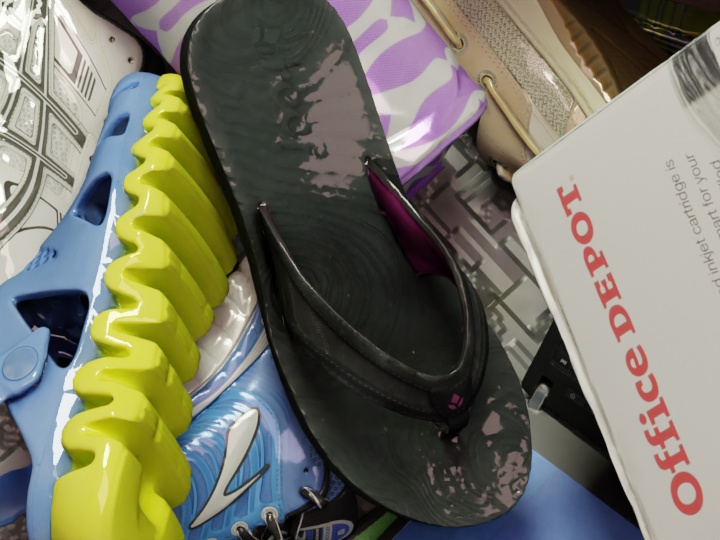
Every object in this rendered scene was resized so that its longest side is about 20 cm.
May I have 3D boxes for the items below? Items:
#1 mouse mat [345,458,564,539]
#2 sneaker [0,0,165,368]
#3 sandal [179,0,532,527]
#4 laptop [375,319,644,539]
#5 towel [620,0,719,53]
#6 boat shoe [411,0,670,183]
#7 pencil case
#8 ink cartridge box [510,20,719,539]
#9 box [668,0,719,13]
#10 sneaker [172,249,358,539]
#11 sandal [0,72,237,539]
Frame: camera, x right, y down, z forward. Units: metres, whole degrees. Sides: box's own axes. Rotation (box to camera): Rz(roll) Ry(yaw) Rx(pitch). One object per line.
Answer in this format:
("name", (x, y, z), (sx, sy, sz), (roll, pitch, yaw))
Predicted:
("mouse mat", (0.023, 0.174, 0.810), (0.200, 0.008, 0.161), (-37, 81, -12))
("sneaker", (-0.111, -0.052, 0.820), (0.087, 0.076, 0.200), (-12, 78, -6))
("sandal", (-0.001, 0.000, 0.743), (0.075, 0.048, 0.201), (-29, 99, -15))
("laptop", (0.110, 0.080, 0.761), (0.177, 0.103, 0.200), (37, 120, 21))
("towel", (0.133, -0.179, 0.894), (0.143, 0.023, 0.200), (23, 76, 3))
("boat shoe", (0.077, -0.063, 0.844), (0.200, 0.065, 0.072), (56, 34, -5))
("pencil case", (-0.042, -0.104, 0.806), (0.084, 0.085, 0.200), (-40, 93, -7))
("ink cartridge box", (0.157, -0.012, 0.667), (0.084, 0.200, 0.145), (-4, 67, -44))
("box", (0.130, -0.153, 0.808), (0.200, 0.075, 0.100), (11, 59, -18))
("sneaker", (-0.049, 0.079, 0.792), (0.089, 0.079, 0.200), (35, 77, 7))
("sandal", (-0.094, 0.015, 0.742), (0.087, 0.080, 0.200), (-3, 51, 18))
